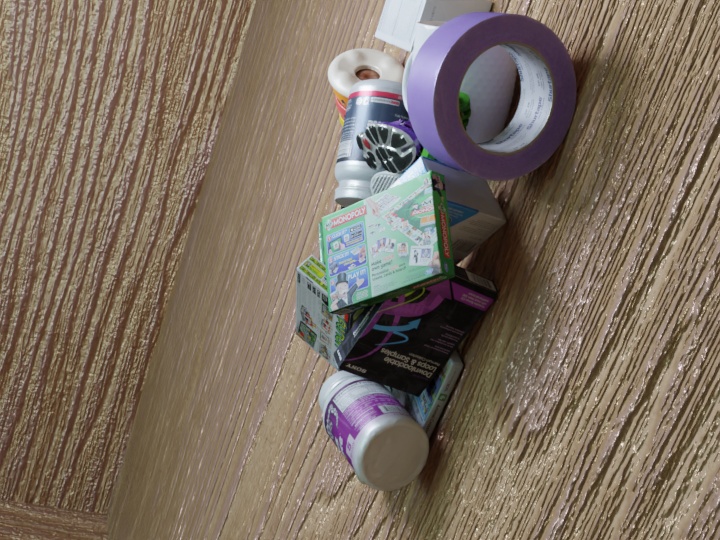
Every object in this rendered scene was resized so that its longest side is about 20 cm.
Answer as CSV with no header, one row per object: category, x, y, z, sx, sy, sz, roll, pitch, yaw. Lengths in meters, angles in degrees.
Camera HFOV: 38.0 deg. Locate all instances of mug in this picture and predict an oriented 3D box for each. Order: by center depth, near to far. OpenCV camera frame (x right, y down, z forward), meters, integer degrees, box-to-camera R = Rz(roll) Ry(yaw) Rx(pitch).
mug,0.127,-0.259,1.484,0.199,0.146,0.177,25,116,50

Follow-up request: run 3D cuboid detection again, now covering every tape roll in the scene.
tape roll,0.163,-0.218,1.303,0.085,0.198,0.202,37,112,65

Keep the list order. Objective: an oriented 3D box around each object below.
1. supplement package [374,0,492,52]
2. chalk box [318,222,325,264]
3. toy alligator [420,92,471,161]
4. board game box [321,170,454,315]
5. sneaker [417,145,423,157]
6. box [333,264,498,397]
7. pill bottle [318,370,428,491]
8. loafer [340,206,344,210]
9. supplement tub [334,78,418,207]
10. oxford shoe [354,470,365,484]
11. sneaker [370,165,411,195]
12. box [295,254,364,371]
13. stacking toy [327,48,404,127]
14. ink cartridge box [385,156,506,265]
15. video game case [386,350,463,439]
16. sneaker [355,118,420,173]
supplement package,0.113,-0.405,1.692,0.200,0.108,0.115,-129,54,-65
chalk box,0.000,0.000,1.621,0.201,0.122,0.126,82,-177,-50
toy alligator,0.113,-0.175,1.402,0.201,0.054,0.060,101,154,-42
board game box,0.031,-0.032,1.349,0.199,0.029,0.136,-20,67,41
sneaker,0.132,-0.244,1.589,0.130,0.079,0.201,-109,37,-54
box,0.073,0.073,1.410,0.201,0.142,0.036,-55,30,25
pill bottle,0.010,0.222,1.506,0.200,0.111,0.113,41,116,61
loafer,0.000,-0.058,1.871,0.073,0.071,0.202,41,133,34
supplement tub,0.034,-0.203,1.741,0.140,0.139,0.202,172,109,-69
oxford shoe,0.023,0.244,1.627,0.057,0.075,0.201,-20,36,17
sneaker,0.109,-0.129,1.579,0.199,0.082,0.075,18,122,43
box,-0.047,0.071,1.560,0.035,0.110,0.201,-42,-20,-25
stacking toy,0.007,-0.297,1.949,0.201,0.144,0.147,96,171,-47
ink cartridge box,0.076,-0.049,1.431,0.200,0.144,0.085,-44,54,29
video game case,0.085,0.155,1.554,0.201,0.022,0.183,-110,38,-58
sneaker,0.051,-0.202,1.572,0.081,0.083,0.200,60,172,-14
